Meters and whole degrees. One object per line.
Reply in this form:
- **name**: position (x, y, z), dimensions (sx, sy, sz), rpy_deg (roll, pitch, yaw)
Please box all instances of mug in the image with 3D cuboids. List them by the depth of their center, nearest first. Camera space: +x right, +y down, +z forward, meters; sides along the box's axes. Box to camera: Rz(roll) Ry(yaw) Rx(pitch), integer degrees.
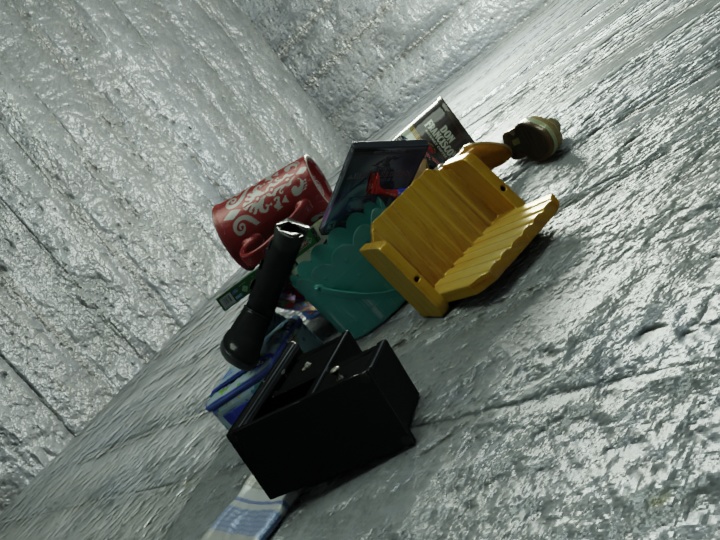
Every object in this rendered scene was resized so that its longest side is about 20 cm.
- **mug**: position (-0.144, -0.091, 1.401), dimensions (0.197, 0.181, 0.133), rpy_deg (-30, -31, 12)

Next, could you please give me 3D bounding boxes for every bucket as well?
- **bucket**: position (0.000, 0.000, 1.250), dimensions (0.206, 0.135, 0.208), rpy_deg (-40, 11, 10)

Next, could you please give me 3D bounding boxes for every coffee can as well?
- **coffee can**: position (0.140, -0.250, 1.688), dimensions (0.199, 0.147, 0.147), rpy_deg (-39, 11, 13)

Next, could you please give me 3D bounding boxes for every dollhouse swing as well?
- **dollhouse swing**: position (0.127, -0.066, 1.022), dimensions (0.200, 0.182, 0.176), rpy_deg (-44, -9, -17)

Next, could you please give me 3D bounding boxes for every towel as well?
- **towel**: position (-0.123, 0.277, 0.918), dimensions (0.200, 0.024, 0.146), rpy_deg (-49, 14, -32)

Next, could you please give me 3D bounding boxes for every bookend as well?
- **bookend**: position (-0.020, 0.132, 0.888), dimensions (0.197, 0.093, 0.199), rpy_deg (-27, 15, 27)

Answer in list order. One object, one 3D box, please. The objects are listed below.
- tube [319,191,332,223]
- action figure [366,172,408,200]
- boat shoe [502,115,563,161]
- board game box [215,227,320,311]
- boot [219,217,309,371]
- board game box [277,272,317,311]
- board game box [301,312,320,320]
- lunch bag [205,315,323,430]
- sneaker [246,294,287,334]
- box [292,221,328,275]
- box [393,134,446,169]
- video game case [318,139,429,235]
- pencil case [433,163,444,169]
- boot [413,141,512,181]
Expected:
- **tube**: position (-0.033, -0.076, 1.484), dimensions (0.058, 0.201, 0.052), rpy_deg (-38, 9, 0)
- **action figure**: position (0.110, -0.123, 1.259), dimensions (0.065, 0.195, 0.053), rpy_deg (-171, 94, -75)
- **boat shoe**: position (0.296, -0.227, 1.290), dimensions (0.075, 0.073, 0.200), rpy_deg (-25, 12, -3)
- **board game box**: position (-0.158, -0.006, 1.384), dimensions (0.198, 0.029, 0.135), rpy_deg (-36, 4, 3)
- **boot**: position (-0.142, 0.031, 1.198), dimensions (0.203, 0.064, 0.166), rpy_deg (-61, 12, 18)
- **board game box**: position (-0.075, 0.018, 1.412), dimensions (0.197, 0.040, 0.156), rpy_deg (-20, 24, -35)
- **board game box**: position (-0.029, 0.008, 1.579), dimensions (0.201, 0.035, 0.135), rpy_deg (-50, 13, -32)
- **lunch bag**: position (-0.160, 0.174, 1.294), dimensions (0.199, 0.083, 0.162), rpy_deg (-34, 16, 39)
- **sneaker**: position (-0.155, 0.095, 1.397), dimensions (0.079, 0.076, 0.201), rpy_deg (-4, -24, 2)
- **box**: position (-0.092, -0.029, 1.532), dimensions (0.200, 0.120, 0.041), rpy_deg (-43, 12, -12)
- **box**: position (0.091, -0.172, 1.503), dimensions (0.135, 0.198, 0.038), rpy_deg (-35, 56, 28)
- **video game case**: position (0.019, -0.137, 1.309), dimensions (0.140, 0.019, 0.202), rpy_deg (-8, -35, -28)
- **pencil case**: position (0.106, -0.118, 1.481), dimensions (0.198, 0.079, 0.089), rpy_deg (-36, -4, 28)
- **boot**: position (0.168, -0.135, 1.344), dimensions (0.196, 0.071, 0.147), rpy_deg (-10, 57, 19)
